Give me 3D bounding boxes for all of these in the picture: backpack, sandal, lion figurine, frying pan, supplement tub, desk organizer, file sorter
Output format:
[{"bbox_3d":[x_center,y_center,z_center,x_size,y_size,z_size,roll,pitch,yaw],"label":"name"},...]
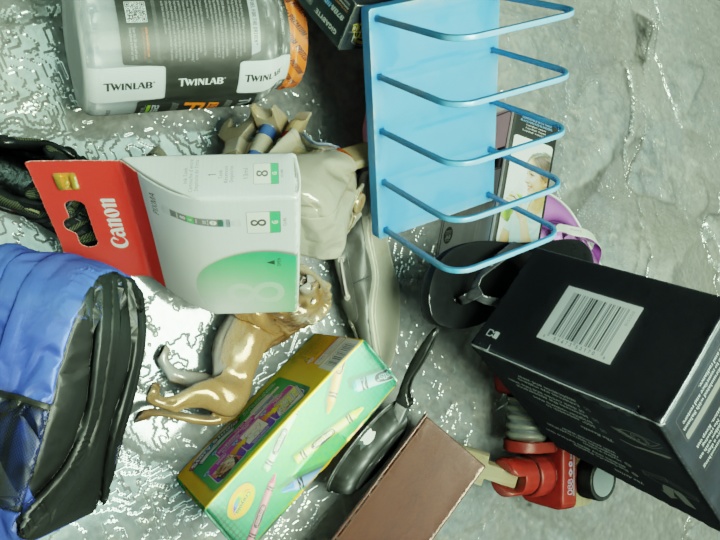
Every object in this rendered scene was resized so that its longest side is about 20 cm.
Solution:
[{"bbox_3d":[-0.264,0.081,0.606,0.165,0.163,0.204,17,85,-1],"label":"backpack"},{"bbox_3d":[0.145,0.004,0.743,0.197,0.043,0.078,-14,94,-23],"label":"sandal"},{"bbox_3d":[-0.115,0.074,0.731,0.121,0.072,0.203,31,82,-19],"label":"lion figurine"},{"bbox_3d":[0.033,0.146,0.767,0.031,0.115,0.191,38,89,18],"label":"frying pan"},{"bbox_3d":[-0.153,-0.205,0.688,0.196,0.122,0.125,-9,93,-24],"label":"supplement tub"},{"bbox_3d":[0.252,-0.017,0.915,0.083,0.050,0.203,-47,107,-19],"label":"sandal"},{"bbox_3d":[0.032,0.246,0.765,0.077,0.072,0.201,37,80,10],"label":"desk organizer"},{"bbox_3d":[0.092,-0.119,0.658,0.137,0.122,0.204,-19,123,-26],"label":"file sorter"}]

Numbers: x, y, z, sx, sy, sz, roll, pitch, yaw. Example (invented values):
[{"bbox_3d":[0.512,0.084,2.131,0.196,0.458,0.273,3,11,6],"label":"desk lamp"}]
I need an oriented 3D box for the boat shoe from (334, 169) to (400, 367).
[{"bbox_3d":[0.000,0.000,0.800,0.067,0.056,0.205,-15,100,-60],"label":"boat shoe"}]

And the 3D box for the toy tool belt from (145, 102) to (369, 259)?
[{"bbox_3d":[-0.086,-0.091,0.720,0.126,0.196,0.124,83,28,-48],"label":"toy tool belt"}]

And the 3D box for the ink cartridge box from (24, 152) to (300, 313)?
[{"bbox_3d":[-0.146,-0.023,0.621,0.196,0.162,0.051,-4,57,-7],"label":"ink cartridge box"}]

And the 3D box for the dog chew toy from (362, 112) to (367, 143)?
[{"bbox_3d":[0.067,-0.189,0.798,0.122,0.124,0.204,11,76,-24],"label":"dog chew toy"}]

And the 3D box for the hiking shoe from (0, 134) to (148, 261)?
[{"bbox_3d":[-0.237,-0.057,0.647,0.196,0.100,0.077,17,83,-15],"label":"hiking shoe"}]

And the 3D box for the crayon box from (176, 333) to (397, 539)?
[{"bbox_3d":[-0.070,0.149,0.720,0.200,0.118,0.059,-45,106,-19],"label":"crayon box"}]

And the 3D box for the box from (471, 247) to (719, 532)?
[{"bbox_3d":[0.236,0.101,0.685,0.118,0.195,0.200,-52,127,-13],"label":"box"}]

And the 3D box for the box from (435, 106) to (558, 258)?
[{"bbox_3d":[0.139,-0.058,0.828,0.059,0.116,0.204,14,84,-21],"label":"box"}]

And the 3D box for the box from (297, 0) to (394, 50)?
[{"bbox_3d":[-0.010,-0.288,0.721,0.157,0.046,0.201,-17,61,-42],"label":"box"}]

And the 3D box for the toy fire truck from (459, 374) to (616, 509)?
[{"bbox_3d":[0.164,0.163,0.844,0.197,0.128,0.180,4,87,-35],"label":"toy fire truck"}]
